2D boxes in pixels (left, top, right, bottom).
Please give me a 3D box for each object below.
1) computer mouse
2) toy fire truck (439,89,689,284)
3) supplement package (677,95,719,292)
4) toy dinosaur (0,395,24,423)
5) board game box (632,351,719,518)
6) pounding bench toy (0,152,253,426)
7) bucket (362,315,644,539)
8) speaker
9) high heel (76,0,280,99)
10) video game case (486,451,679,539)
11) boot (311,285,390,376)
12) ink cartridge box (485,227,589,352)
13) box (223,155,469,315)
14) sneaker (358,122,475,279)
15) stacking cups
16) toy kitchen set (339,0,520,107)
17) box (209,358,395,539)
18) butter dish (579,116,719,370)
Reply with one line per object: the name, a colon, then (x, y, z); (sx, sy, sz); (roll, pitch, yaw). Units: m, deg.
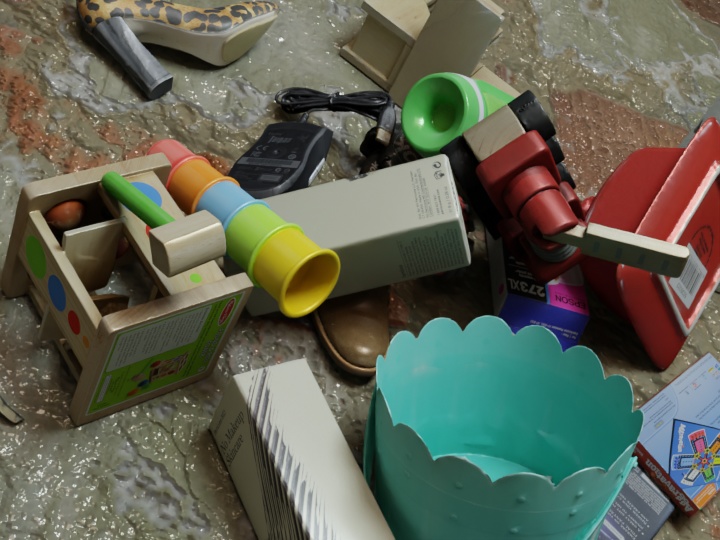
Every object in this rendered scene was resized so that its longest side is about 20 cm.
computer mouse: (-0.040, -0.112, 1.049); (0.139, 0.046, 0.201); (3, 39, 16)
toy fire truck: (0.184, -0.042, 0.957); (0.128, 0.176, 0.201); (-32, 62, 6)
supplement package: (0.410, -0.097, 1.193); (0.116, 0.201, 0.117); (27, 44, -4)
toy dinosaur: (-0.332, 0.042, 0.788); (0.088, 0.048, 0.200); (-23, 69, -47)
board game box: (0.329, 0.153, 1.049); (0.199, 0.020, 0.103); (-23, 64, -46)
pounding bench toy: (-0.175, -0.017, 0.810); (0.123, 0.201, 0.157); (-18, 63, -38)
bucket: (0.101, 0.143, 0.822); (0.204, 0.136, 0.208); (4, 28, -2)
speaker: (0.121, -0.134, 1.067); (0.199, 0.088, 0.089); (10, 42, -56)
high heel: (-0.186, -0.273, 1.115); (0.199, 0.072, 0.143); (-37, 80, -34)
video game case: (0.185, 0.202, 0.943); (0.143, 0.019, 0.199); (44, 46, 13)
boot: (0.000, 0.000, 0.980); (0.073, 0.076, 0.202); (14, 48, -20)
ink cartridge box: (0.179, 0.003, 1.103); (0.094, 0.037, 0.202); (15, 49, -16)
box: (-0.012, -0.028, 0.913); (0.198, 0.082, 0.069); (-12, 59, 5)
sneaker: (0.049, -0.073, 1.072); (0.097, 0.071, 0.202); (5, 48, -25)
stacking cups: (-0.099, -0.045, 0.856); (0.060, 0.061, 0.200); (-19, 48, -38)
toy kitchen set: (0.123, -0.276, 1.222); (0.199, 0.164, 0.180); (39, 45, 7)
box: (-0.039, 0.173, 0.805); (0.068, 0.082, 0.201); (-11, 57, -33)
butter dish: (0.284, -0.037, 1.100); (0.147, 0.200, 0.200); (22, 71, 39)
